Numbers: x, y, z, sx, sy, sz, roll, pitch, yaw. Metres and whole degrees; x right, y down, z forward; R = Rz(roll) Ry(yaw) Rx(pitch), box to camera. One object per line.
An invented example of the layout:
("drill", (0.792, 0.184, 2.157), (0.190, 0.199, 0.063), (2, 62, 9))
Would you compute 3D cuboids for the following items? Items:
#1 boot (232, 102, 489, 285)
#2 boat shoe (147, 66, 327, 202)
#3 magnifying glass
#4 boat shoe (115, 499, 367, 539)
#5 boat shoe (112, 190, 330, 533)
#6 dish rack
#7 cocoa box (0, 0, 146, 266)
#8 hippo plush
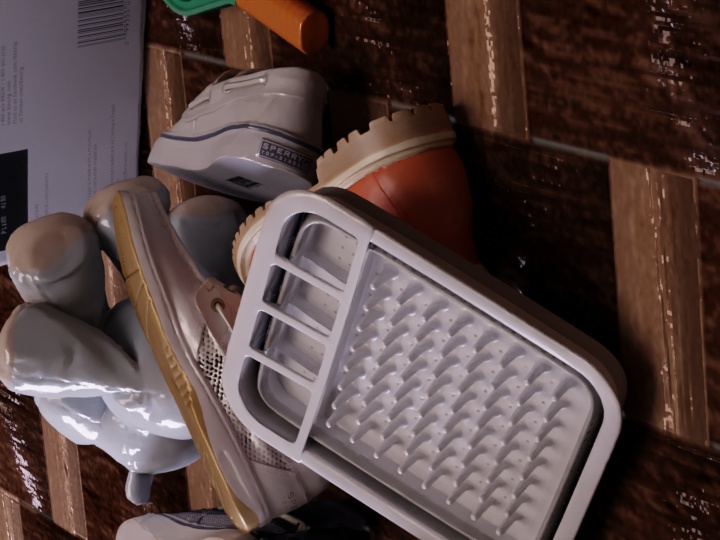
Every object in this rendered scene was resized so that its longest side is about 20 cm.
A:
("boot", (0.000, 0.000, 1.395), (0.200, 0.075, 0.107), (-37, 74, 59))
("boat shoe", (-0.060, -0.078, 1.489), (0.200, 0.073, 0.065), (3, 74, 66))
("magnifying glass", (-0.074, -0.165, 1.512), (0.200, 0.022, 0.080), (37, 133, 50))
("boat shoe", (-0.067, 0.170, 1.564), (0.200, 0.093, 0.075), (-2, 99, 63))
("boat shoe", (-0.076, 0.041, 1.483), (0.071, 0.069, 0.200), (128, 119, -78))
("dish rack", (0.034, 0.053, 1.311), (0.200, 0.044, 0.172), (32, 135, 15))
("cocoa box", (-0.221, -0.123, 1.683), (0.131, 0.133, 0.200), (43, 137, 48))
("hippo plush", (-0.117, 0.045, 1.598), (0.200, 0.159, 0.161), (25, 161, 4))
